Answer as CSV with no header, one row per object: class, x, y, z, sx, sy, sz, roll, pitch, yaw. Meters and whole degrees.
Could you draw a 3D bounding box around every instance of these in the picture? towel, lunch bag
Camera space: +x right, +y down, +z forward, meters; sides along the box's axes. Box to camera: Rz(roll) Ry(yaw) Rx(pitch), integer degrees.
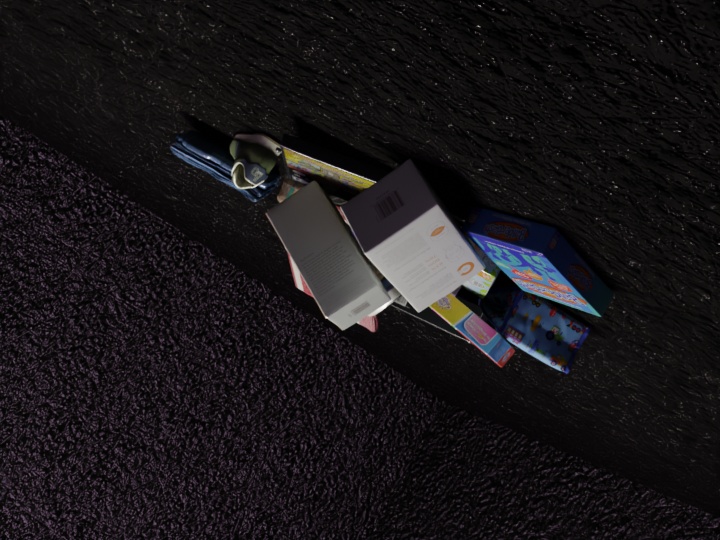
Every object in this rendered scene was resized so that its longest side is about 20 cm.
towel,-0.255,-0.200,1.871,0.199,0.049,0.112,28,-161,4
lunch bag,0.297,0.097,1.787,0.150,0.095,0.200,31,177,-12
towel,-0.053,0.035,1.932,0.199,0.023,0.145,29,152,22

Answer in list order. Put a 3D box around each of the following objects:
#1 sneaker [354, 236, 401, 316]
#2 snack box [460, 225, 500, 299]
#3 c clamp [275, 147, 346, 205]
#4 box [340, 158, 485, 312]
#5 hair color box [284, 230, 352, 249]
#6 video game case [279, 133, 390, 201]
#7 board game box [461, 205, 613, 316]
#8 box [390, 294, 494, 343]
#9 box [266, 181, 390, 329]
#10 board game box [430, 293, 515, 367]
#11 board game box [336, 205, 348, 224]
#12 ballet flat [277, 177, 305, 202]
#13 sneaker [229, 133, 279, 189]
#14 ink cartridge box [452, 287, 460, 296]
sneaker,0.000,0.000,1.738,0.147,0.080,0.200,57,162,-4
snack box,0.162,-0.023,1.631,0.141,0.053,0.200,28,171,7
c clamp,-0.081,-0.163,1.729,0.170,0.027,0.200,25,171,-9
box,0.079,-0.046,1.428,0.200,0.124,0.098,46,-167,-52
hair color box,-0.046,-0.020,1.932,0.199,0.065,0.110,7,138,50
video game case,-0.026,-0.146,1.560,0.198,0.026,0.181,21,171,4
board game box,0.256,-0.012,1.427,0.151,0.045,0.200,20,167,46
box,0.175,0.081,2.010,0.199,0.079,0.141,25,179,27
box,-0.050,-0.022,1.585,0.201,0.097,0.124,59,-176,17
board game box,0.176,0.083,1.752,0.200,0.040,0.153,40,180,23
board game box,-0.021,-0.097,1.857,0.199,0.020,0.103,24,177,28
ballet flat,-0.120,-0.110,1.790,0.068,0.068,0.200,26,168,13
sneaker,-0.203,-0.187,1.744,0.067,0.090,0.200,32,171,-22
ink cartridge box,0.131,0.006,1.891,0.094,0.037,0.200,22,176,28
